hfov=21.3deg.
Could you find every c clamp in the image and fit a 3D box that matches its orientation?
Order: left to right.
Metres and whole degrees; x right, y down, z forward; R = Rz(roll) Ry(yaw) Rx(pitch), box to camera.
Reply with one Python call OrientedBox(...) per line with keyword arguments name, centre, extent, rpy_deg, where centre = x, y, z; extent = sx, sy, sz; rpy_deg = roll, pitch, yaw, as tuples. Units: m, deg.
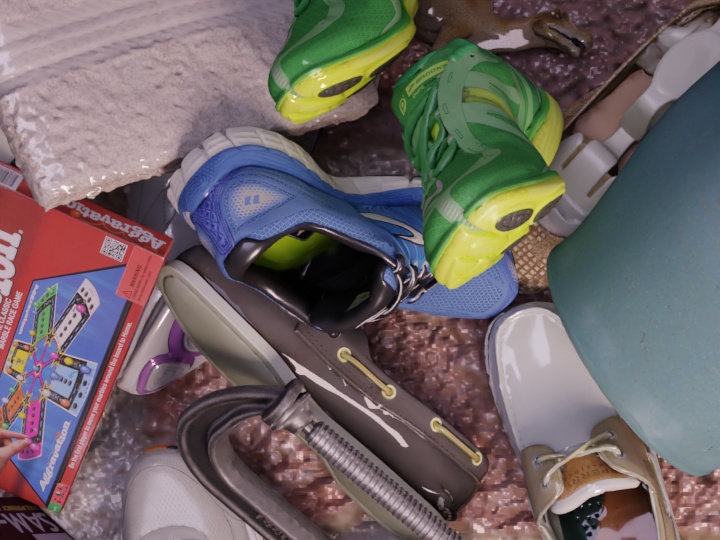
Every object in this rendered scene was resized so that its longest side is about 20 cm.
OrientedBox(name="c clamp", centre=(0.004, 0.116, 0.942), extent=(0.200, 0.171, 0.027), rpy_deg=(37, 55, -3))

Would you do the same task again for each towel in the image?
OrientedBox(name="towel", centre=(-0.092, -0.113, 0.926), extent=(0.200, 0.034, 0.133), rpy_deg=(-20, 80, -31))

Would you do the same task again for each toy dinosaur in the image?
OrientedBox(name="toy dinosaur", centre=(0.021, -0.143, 1.022), extent=(0.200, 0.058, 0.101), rpy_deg=(31, 76, 6))

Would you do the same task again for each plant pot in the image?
OrientedBox(name="plant pot", centre=(0.198, -0.007, 0.903), extent=(0.188, 0.200, 0.200), rpy_deg=(-36, 78, 22))

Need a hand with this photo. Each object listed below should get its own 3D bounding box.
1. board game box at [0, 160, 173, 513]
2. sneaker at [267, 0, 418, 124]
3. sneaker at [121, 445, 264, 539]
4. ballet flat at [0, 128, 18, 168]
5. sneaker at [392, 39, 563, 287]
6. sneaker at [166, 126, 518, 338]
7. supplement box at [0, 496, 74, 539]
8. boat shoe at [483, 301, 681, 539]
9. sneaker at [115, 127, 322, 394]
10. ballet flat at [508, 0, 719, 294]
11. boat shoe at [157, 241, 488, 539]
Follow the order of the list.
OrientedBox(name="board game box", centre=(-0.173, 0.038, 0.977), extent=(0.103, 0.019, 0.200), rpy_deg=(25, 129, -2))
OrientedBox(name="sneaker", centre=(-0.011, -0.143, 0.920), extent=(0.084, 0.200, 0.074), rpy_deg=(41, 131, -16))
OrientedBox(name="sneaker", centre=(-0.086, 0.187, 0.980), extent=(0.076, 0.092, 0.200), rpy_deg=(-14, 82, 9))
OrientedBox(name="ballet flat", centre=(-0.140, -0.073, 0.959), extent=(0.200, 0.068, 0.068), rpy_deg=(-31, 87, 1))
OrientedBox(name="sneaker", centre=(0.046, -0.055, 0.890), extent=(0.084, 0.200, 0.074), rpy_deg=(43, 108, -10))
OrientedBox(name="sneaker", centre=(0.000, 0.000, 0.931), extent=(0.079, 0.200, 0.089), rpy_deg=(-51, 44, 30))
OrientedBox(name="supplement box", centre=(-0.237, 0.212, 0.999), extent=(0.061, 0.109, 0.200), rpy_deg=(41, 92, 13))
OrientedBox(name="boat shoe", centre=(0.119, 0.105, 0.960), extent=(0.075, 0.068, 0.200), rpy_deg=(-27, 80, 7))
OrientedBox(name="sneaker", centre=(-0.092, -0.031, 1.024), extent=(0.100, 0.075, 0.200), rpy_deg=(22, 85, 27))
OrientedBox(name="ballet flat", centre=(0.134, -0.071, 0.977), extent=(0.071, 0.065, 0.200), rpy_deg=(41, 94, 10))
OrientedBox(name="boat shoe", centre=(-0.018, 0.054, 0.972), extent=(0.201, 0.072, 0.061), rpy_deg=(46, 70, -12))
